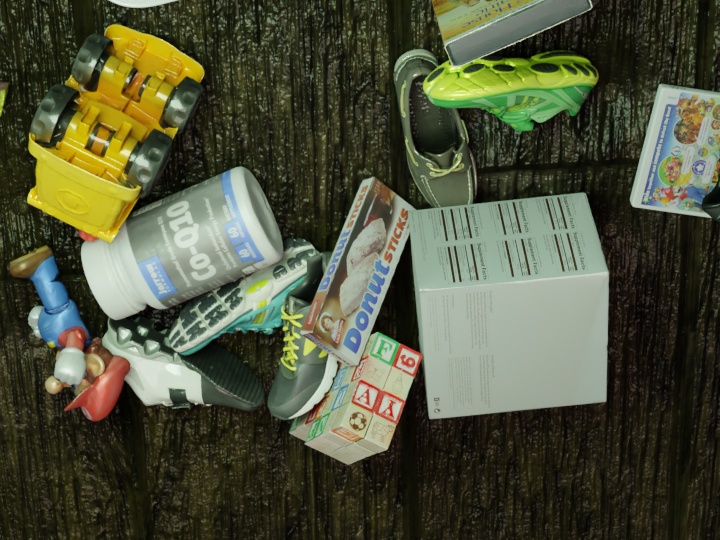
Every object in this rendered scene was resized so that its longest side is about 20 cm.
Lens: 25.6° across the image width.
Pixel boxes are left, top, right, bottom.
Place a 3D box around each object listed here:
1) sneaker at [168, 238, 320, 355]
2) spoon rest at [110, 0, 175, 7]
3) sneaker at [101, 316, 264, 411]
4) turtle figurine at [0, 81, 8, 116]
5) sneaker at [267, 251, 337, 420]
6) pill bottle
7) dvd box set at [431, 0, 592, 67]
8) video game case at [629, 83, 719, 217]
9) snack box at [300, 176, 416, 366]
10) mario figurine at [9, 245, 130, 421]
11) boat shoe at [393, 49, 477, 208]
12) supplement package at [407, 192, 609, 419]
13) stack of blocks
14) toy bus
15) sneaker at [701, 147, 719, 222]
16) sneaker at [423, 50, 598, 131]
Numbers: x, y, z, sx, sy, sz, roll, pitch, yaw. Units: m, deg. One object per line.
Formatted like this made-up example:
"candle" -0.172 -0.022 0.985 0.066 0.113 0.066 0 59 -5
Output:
"sneaker" -0.123 0.045 1.789 0.200 0.078 0.080 -29 125 2
"spoon rest" -0.186 -0.314 1.630 0.199 0.061 0.100 6 115 -6
"sneaker" -0.209 0.125 1.831 0.200 0.074 0.089 25 117 0
"turtle figurine" -0.465 -0.176 1.681 0.161 0.064 0.200 16 105 -18
"sneaker" -0.062 0.066 1.752 0.085 0.074 0.200 28 86 -40
"pill bottle" -0.196 -0.026 1.735 0.200 0.114 0.114 -23 114 8
"dvd box set" 0.145 -0.272 1.586 0.146 0.200 0.029 -23 114 9
"video game case" 0.413 -0.125 1.766 0.199 0.018 0.144 8 115 -6
"snack box" 0.000 0.000 1.723 0.072 0.200 0.024 37 151 -29
"mario figurine" -0.339 0.079 1.755 0.106 0.123 0.200 -27 90 25
"boat shoe" 0.082 -0.137 1.722 0.072 0.060 0.202 -16 115 4
"supplement package" 0.162 0.039 1.743 0.199 0.147 0.192 -6 129 0
"stack of blocks" -0.014 0.151 1.766 0.058 0.200 0.115 27 67 -14
"toy bus" -0.263 -0.127 1.672 0.135 0.200 0.192 25 143 -1
"sneaker" 0.437 -0.131 1.713 0.079 0.075 0.200 16 113 -7
"sneaker" 0.161 -0.183 1.676 0.199 0.074 0.084 -5 127 -23
